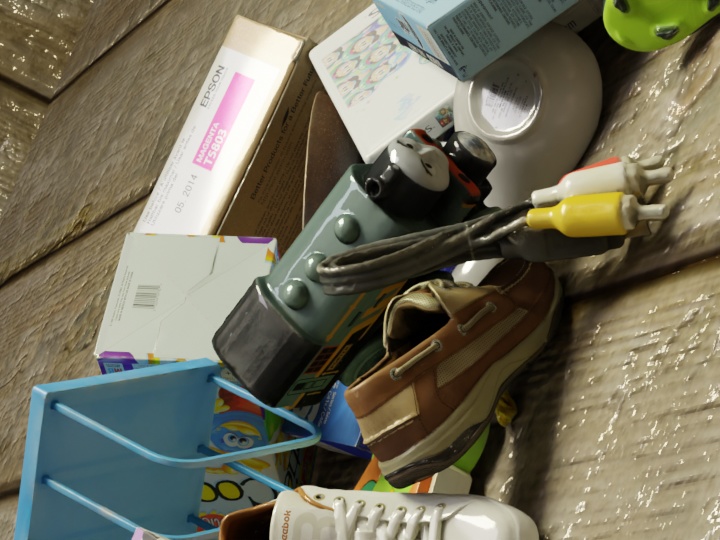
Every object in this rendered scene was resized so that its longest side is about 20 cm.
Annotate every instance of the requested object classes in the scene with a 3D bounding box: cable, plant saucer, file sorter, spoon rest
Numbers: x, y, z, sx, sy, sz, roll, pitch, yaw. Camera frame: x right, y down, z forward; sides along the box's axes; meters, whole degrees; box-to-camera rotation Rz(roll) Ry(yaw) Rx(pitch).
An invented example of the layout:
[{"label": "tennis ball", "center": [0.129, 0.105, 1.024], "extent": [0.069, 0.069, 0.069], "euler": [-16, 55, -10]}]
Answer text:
[{"label": "cable", "center": [0.074, -0.031, 1.424], "extent": [0.097, 0.199, 0.050], "euler": [-76, -22, -67]}, {"label": "plant saucer", "center": [-0.013, -0.021, 1.762], "extent": [0.200, 0.037, 0.201], "euler": [1, -90, -85]}, {"label": "file sorter", "center": [-0.114, 0.171, 1.523], "extent": [0.122, 0.139, 0.201], "euler": [22, 110, 39]}, {"label": "spoon rest", "center": [0.082, -0.057, 1.581], "extent": [0.061, 0.099, 0.201], "euler": [17, -82, -61]}]

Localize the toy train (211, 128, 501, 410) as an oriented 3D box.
[{"label": "toy train", "center": [0.000, 0.000, 1.511], "extent": [0.200, 0.085, 0.114], "euler": [-51, -22, 25]}]

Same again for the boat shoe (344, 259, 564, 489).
[{"label": "boat shoe", "center": [0.052, 0.038, 1.439], "extent": [0.076, 0.074, 0.200], "euler": [-33, 11, 35]}]

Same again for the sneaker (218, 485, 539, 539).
[{"label": "sneaker", "center": [0.002, 0.153, 1.395], "extent": [0.200, 0.085, 0.073], "euler": [-9, 69, 43]}]

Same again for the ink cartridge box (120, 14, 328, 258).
[{"label": "ink cartridge box", "center": [-0.062, -0.061, 1.867], "extent": [0.075, 0.165, 0.200], "euler": [25, 88, 37]}]

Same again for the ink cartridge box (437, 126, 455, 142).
[{"label": "ink cartridge box", "center": [0.062, -0.113, 1.782], "extent": [0.120, 0.042, 0.200], "euler": [-65, 15, -7]}]

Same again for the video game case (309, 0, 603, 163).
[{"label": "video game case", "center": [0.060, -0.156, 1.697], "extent": [0.182, 0.024, 0.200], "euler": [-36, 27, 5]}]

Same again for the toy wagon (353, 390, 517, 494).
[{"label": "toy wagon", "center": [0.024, 0.148, 1.504], "extent": [0.200, 0.039, 0.155], "euler": [-60, 16, 13]}]

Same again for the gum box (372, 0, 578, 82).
[{"label": "gum box", "center": [0.112, -0.201, 1.596], "extent": [0.200, 0.045, 0.170], "euler": [-35, 17, -2]}]

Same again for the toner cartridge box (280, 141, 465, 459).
[{"label": "toner cartridge box", "center": [0.018, 0.018, 1.644], "extent": [0.095, 0.043, 0.201], "euler": [5, 75, 57]}]

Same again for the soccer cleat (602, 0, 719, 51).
[{"label": "soccer cleat", "center": [0.206, -0.208, 1.452], "extent": [0.200, 0.067, 0.081], "euler": [-55, 0, 26]}]

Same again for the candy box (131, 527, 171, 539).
[{"label": "candy box", "center": [-0.054, 0.246, 1.306], "extent": [0.168, 0.200, 0.072], "euler": [-65, 16, -5]}]

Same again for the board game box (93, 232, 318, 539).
[{"label": "board game box", "center": [-0.095, 0.080, 1.695], "extent": [0.200, 0.103, 0.105], "euler": [79, -163, -49]}]
